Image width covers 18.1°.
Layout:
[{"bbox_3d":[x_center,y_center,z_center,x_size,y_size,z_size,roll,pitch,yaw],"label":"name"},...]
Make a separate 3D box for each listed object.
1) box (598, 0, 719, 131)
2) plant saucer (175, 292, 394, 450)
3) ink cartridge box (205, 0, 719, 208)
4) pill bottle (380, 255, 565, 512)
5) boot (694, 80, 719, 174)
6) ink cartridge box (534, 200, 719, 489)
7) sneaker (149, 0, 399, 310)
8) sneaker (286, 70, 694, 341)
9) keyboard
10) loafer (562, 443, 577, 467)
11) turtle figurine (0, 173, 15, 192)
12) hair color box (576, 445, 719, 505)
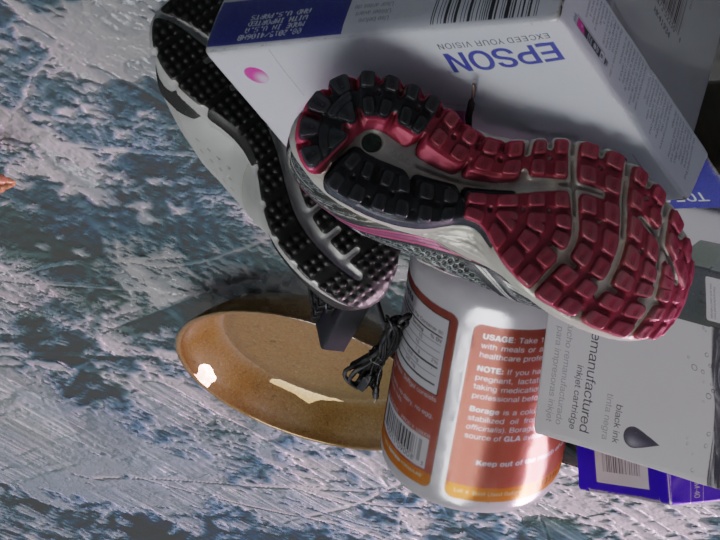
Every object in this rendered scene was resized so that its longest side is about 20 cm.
[{"bbox_3d":[0.063,-0.133,1.117,0.199,0.098,0.124,0,148,32],"label":"box"},{"bbox_3d":[-0.034,0.067,1.623,0.199,0.036,0.201,14,153,7],"label":"plant saucer"},{"bbox_3d":[0.056,-0.067,1.091,0.195,0.044,0.200,-3,145,34],"label":"ink cartridge box"},{"bbox_3d":[0.078,0.032,1.318,0.111,0.112,0.201,14,122,8],"label":"pill bottle"},{"bbox_3d":[0.219,-0.090,1.127,0.199,0.075,0.097,4,145,-8],"label":"boot"},{"bbox_3d":[0.201,0.034,1.166,0.199,0.146,0.084,15,-163,34],"label":"ink cartridge box"},{"bbox_3d":[-0.046,-0.063,1.259,0.201,0.074,0.080,56,164,7],"label":"sneaker"},{"bbox_3d":[0.061,-0.030,1.039,0.199,0.081,0.075,27,167,-5],"label":"sneaker"},{"bbox_3d":[0.000,0.000,1.328,0.020,0.128,0.200,-10,158,-17],"label":"keyboard"},{"bbox_3d":[0.142,0.097,1.543,0.199,0.073,0.072,22,164,14],"label":"loafer"},{"bbox_3d":[-0.330,-0.087,1.486,0.199,0.065,0.161,17,162,-17],"label":"turtle figurine"},{"bbox_3d":[0.242,0.101,1.363,0.199,0.065,0.109,-4,-178,-23],"label":"hair color box"}]
